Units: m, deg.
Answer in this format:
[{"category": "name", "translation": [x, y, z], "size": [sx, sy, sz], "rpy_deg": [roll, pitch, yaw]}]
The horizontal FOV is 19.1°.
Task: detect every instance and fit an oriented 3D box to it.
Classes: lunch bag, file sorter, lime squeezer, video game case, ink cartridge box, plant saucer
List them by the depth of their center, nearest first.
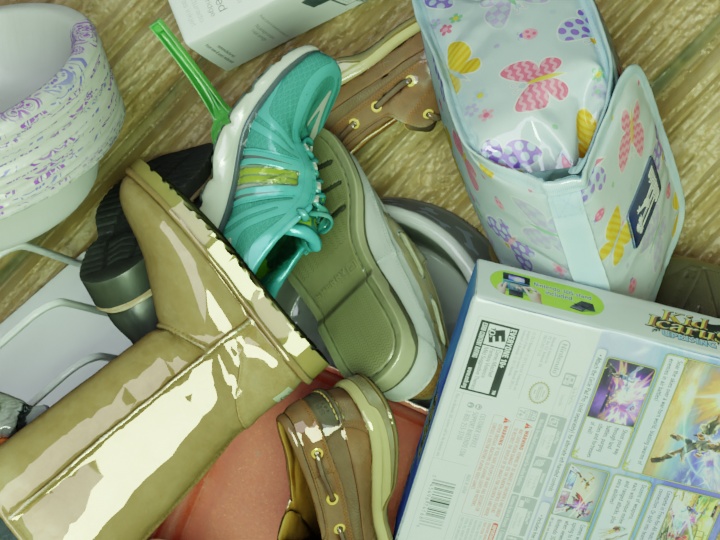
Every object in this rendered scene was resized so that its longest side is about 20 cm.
[{"category": "video game case", "translation": [0.128, 0.104, 1.243], "size": [0.181, 0.045, 0.200], "rpy_deg": [14, 123, -2]}, {"category": "lunch bag", "translation": [0.120, -0.068, 1.274], "size": [0.127, 0.170, 0.200], "rpy_deg": [-18, 47, 6]}, {"category": "plant saucer", "translation": [-0.021, 0.160, 1.337], "size": [0.199, 0.037, 0.200], "rpy_deg": [24, 102, 1]}, {"category": "lime squeezer", "translation": [-0.086, -0.071, 1.401], "size": [0.038, 0.071, 0.200], "rpy_deg": [-34, 71, 44]}, {"category": "file sorter", "translation": [-0.198, 0.100, 1.412], "size": [0.139, 0.125, 0.200], "rpy_deg": [-40, 74, 9]}, {"category": "ink cartridge box", "translation": [-0.042, -0.247, 1.434], "size": [0.200, 0.084, 0.146], "rpy_deg": [-26, 76, 12]}]

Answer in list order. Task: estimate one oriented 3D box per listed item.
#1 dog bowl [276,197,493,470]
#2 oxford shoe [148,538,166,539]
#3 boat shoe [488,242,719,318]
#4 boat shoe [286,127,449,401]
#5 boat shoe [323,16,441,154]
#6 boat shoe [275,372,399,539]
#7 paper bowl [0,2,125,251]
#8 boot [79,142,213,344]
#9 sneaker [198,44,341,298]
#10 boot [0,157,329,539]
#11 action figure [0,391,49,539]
[{"category": "dog bowl", "translation": [0.008, 0.047, 1.391], "size": [0.200, 0.059, 0.200], "rpy_deg": [-2, 82, 16]}, {"category": "oxford shoe", "translation": [-0.085, 0.249, 1.258], "size": [0.074, 0.071, 0.200], "rpy_deg": [-30, 98, 34]}, {"category": "boat shoe", "translation": [0.168, 0.018, 1.341], "size": [0.200, 0.065, 0.073], "rpy_deg": [25, 69, 37]}, {"category": "boat shoe", "translation": [0.000, 0.000, 1.333], "size": [0.075, 0.068, 0.200], "rpy_deg": [-37, 52, 24]}, {"category": "boat shoe", "translation": [0.038, -0.125, 1.398], "size": [0.200, 0.072, 0.068], "rpy_deg": [-27, 86, 18]}, {"category": "boat shoe", "translation": [-0.019, 0.158, 1.263], "size": [0.072, 0.067, 0.200], "rpy_deg": [38, 135, 54]}, {"category": "paper bowl", "translation": [-0.251, -0.083, 1.392], "size": [0.200, 0.201, 0.104], "rpy_deg": [-8, 124, 16]}, {"category": "boot", "translation": [-0.117, 0.014, 1.408], "size": [0.077, 0.200, 0.138], "rpy_deg": [-16, 115, 22]}, {"category": "sneaker", "translation": [-0.049, -0.041, 1.307], "size": [0.080, 0.078, 0.200], "rpy_deg": [14, 76, 27]}, {"category": "boot", "translation": [-0.143, 0.059, 1.228], "size": [0.200, 0.066, 0.175], "rpy_deg": [-40, 80, -1]}, {"category": "action figure", "translation": [-0.173, 0.152, 1.282], "size": [0.200, 0.105, 0.194], "rpy_deg": [-28, 93, 10]}]
